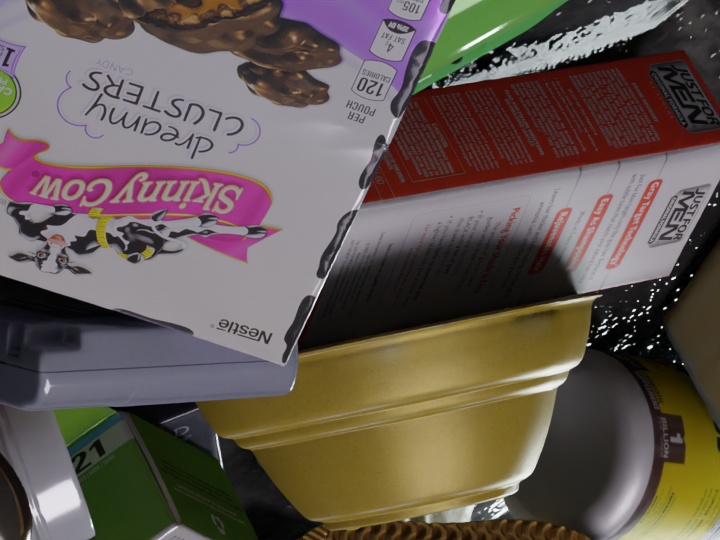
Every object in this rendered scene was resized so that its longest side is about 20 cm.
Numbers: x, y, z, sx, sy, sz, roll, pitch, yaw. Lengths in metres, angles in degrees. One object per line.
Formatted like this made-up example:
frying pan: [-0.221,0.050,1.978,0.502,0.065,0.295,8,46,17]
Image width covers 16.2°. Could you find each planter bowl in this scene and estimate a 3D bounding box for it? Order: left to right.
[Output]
planter bowl: [0.020,0.070,1.152,0.200,0.084,0.200,-12,178,0]

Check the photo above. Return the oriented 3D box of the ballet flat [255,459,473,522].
ballet flat: [0.007,0.103,1.361,0.062,0.067,0.200,-58,149,-2]

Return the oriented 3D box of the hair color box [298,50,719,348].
hair color box: [0.061,-0.033,1.144,0.199,0.061,0.102,-10,145,-26]

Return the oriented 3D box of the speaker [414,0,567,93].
speaker: [0.013,-0.115,1.005,0.200,0.089,0.088,-29,149,4]

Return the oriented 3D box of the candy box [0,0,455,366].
candy box: [-0.068,-0.082,0.914,0.167,0.072,0.200,17,123,-12]

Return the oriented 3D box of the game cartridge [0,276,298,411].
game cartridge: [-0.118,0.027,1.042,0.133,0.200,0.041,-6,99,-33]

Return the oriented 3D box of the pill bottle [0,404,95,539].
pill bottle: [-0.220,0.111,1.081,0.199,0.112,0.112,-20,148,-9]

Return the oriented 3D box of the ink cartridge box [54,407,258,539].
ink cartridge box: [-0.157,0.135,1.208,0.148,0.076,0.200,-36,151,10]

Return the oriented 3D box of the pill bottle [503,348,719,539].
pill bottle: [0.176,0.107,1.426,0.200,0.109,0.109,10,133,-45]

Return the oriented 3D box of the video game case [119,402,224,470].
video game case: [-0.137,0.139,1.330,0.143,0.019,0.200,-21,147,-11]

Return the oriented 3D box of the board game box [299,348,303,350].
board game box: [0.000,0.000,1.223,0.105,0.024,0.200,-23,148,-4]

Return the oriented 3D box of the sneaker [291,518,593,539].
sneaker: [0.046,0.168,1.338,0.199,0.075,0.090,11,165,-16]

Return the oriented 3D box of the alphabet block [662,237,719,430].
alphabet block: [0.313,0.027,1.335,0.196,0.196,0.200,-7,145,-32]

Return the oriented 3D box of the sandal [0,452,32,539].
sandal: [-0.218,0.058,0.996,0.082,0.200,0.055,-49,174,31]
